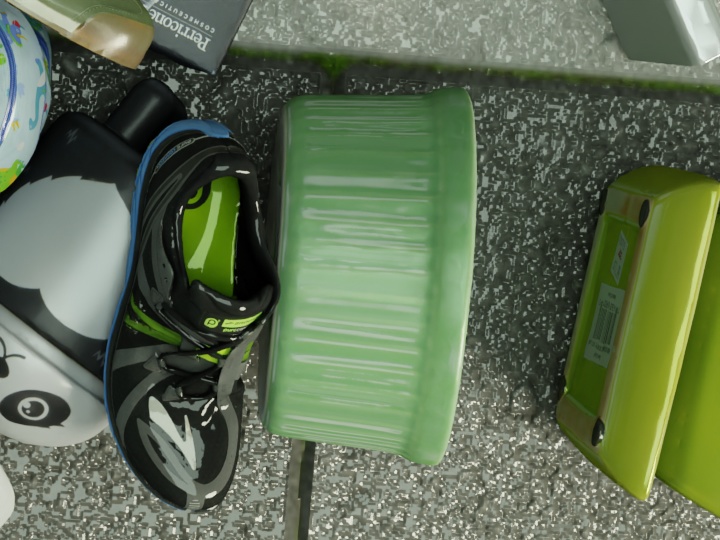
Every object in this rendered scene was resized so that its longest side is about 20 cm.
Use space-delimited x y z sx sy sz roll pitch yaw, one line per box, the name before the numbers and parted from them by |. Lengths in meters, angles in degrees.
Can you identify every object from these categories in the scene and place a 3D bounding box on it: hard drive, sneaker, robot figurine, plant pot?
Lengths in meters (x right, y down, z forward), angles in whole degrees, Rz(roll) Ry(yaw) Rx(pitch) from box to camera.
hard drive | 0.132 -0.208 1.559 0.026 0.132 0.201 -27 101 -8
sneaker | -0.175 -0.186 1.425 0.199 0.067 0.090 31 96 -10
robot figurine | -0.143 -0.003 1.527 0.200 0.150 0.125 -53 133 -3
sneaker | -0.084 0.026 1.447 0.070 0.083 0.201 0 103 -23
plant pot | 0.214 0.044 1.576 0.180 0.200 0.200 13 94 -7

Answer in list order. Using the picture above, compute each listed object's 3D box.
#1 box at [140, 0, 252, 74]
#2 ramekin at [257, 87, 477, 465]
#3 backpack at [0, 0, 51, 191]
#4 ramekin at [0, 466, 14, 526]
box | -0.128 -0.228 1.518 0.199 0.104 0.183 26 91 -13
ramekin | 0.000 0.000 1.526 0.097 0.200 0.202 4 95 -5
backpack | -0.255 -0.102 1.470 0.153 0.199 0.164 9 92 -53
ramekin | -0.266 0.081 1.479 0.098 0.200 0.201 -39 102 -12
